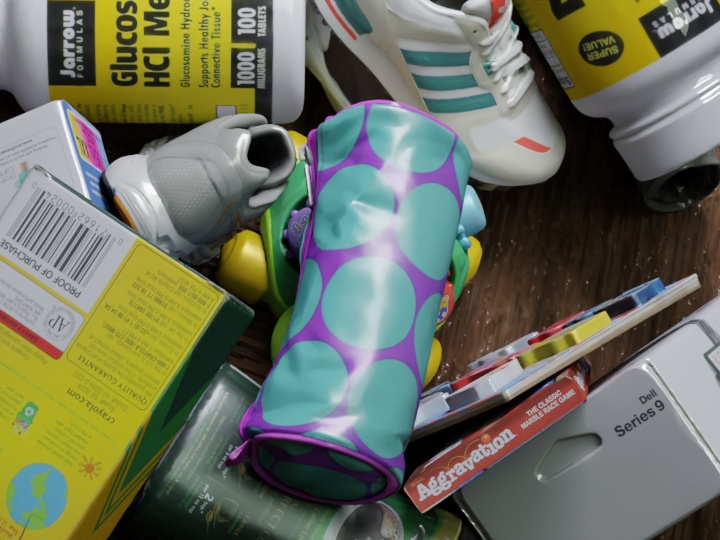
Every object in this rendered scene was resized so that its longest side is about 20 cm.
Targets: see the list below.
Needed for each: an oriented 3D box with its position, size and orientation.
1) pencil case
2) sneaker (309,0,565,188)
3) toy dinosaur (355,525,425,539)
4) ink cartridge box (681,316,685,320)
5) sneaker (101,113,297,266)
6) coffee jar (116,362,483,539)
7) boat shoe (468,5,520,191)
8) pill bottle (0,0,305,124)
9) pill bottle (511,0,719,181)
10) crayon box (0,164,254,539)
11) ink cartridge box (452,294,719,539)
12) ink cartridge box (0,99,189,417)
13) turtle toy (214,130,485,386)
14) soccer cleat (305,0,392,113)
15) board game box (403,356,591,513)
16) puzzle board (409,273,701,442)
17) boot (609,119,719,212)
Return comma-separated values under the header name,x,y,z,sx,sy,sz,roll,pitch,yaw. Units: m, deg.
name,x,y,z,sx,sy,sz,roll,pitch,yaw
pencil case,-0.004,0.017,1.349,0.092,0.085,0.201,13,67,-3
sneaker,0.063,-0.126,1.477,0.200,0.093,0.070,45,50,-21
toy dinosaur,-0.027,0.198,1.329,0.102,0.200,0.077,64,24,-8
ink cartridge box,0.302,0.072,1.626,0.199,0.039,0.100,2,66,-26
sneaker,-0.073,-0.049,1.408,0.092,0.200,0.076,-25,96,8
coffee jar,-0.026,0.144,1.392,0.200,0.085,0.104,35,66,-8
boat shoe,0.055,-0.148,1.588,0.075,0.075,0.203,2,66,-20
pill bottle,-0.131,-0.137,1.437,0.199,0.113,0.113,0,64,-2
pill bottle,0.150,-0.161,1.492,0.114,0.114,0.200,-36,98,-35
crayon box,-0.160,0.067,1.262,0.127,0.051,0.200,33,87,19
ink cartridge box,0.159,0.092,1.434,0.084,0.146,0.200,55,29,4
ink cartridge box,-0.177,0.033,1.339,0.136,0.076,0.200,-21,72,9
turtle toy,0.000,0.000,1.468,0.146,0.101,0.200,30,56,-11
soccer cleat,-0.031,-0.163,1.521,0.069,0.078,0.200,-38,98,-4
board game box,0.077,0.082,1.396,0.103,0.200,0.019,-36,89,6
puzzle board,0.076,0.057,1.418,0.151,0.200,0.017,-28,89,-34
boot,0.155,-0.145,1.600,0.182,0.072,0.201,29,44,-65
